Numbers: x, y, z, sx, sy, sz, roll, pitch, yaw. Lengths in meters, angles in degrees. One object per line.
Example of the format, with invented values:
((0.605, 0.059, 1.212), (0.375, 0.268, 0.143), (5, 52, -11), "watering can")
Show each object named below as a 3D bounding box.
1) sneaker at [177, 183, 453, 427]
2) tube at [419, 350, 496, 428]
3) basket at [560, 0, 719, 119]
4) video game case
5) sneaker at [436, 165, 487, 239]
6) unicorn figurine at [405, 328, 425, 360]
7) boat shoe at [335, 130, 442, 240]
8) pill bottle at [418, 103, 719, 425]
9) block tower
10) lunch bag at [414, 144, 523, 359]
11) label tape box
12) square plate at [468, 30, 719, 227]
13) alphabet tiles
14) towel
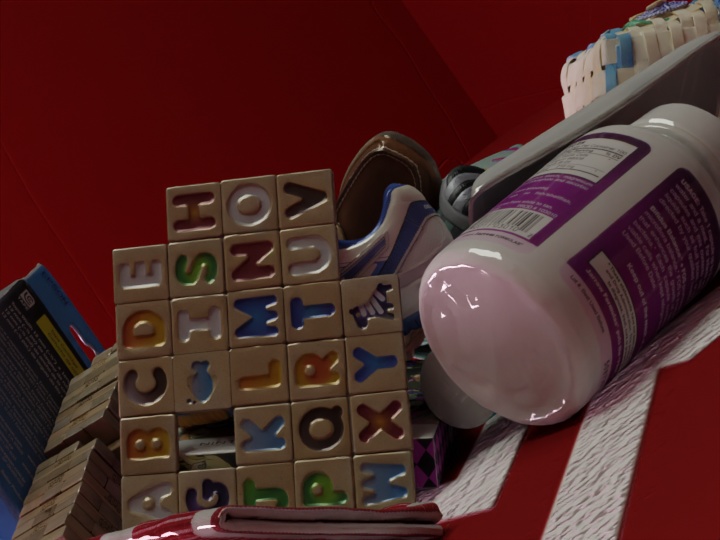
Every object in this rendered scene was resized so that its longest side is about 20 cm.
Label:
((-0.036, 0.020, 1.020), (0.200, 0.088, 0.075), (-29, 4, 0), "sneaker")
((0.106, 0.040, 1.051), (0.077, 0.050, 0.200), (-34, -4, 36), "tube")
((0.252, -0.122, 1.210), (0.200, 0.139, 0.176), (0, -2, -7), "basket")
((-0.032, 0.097, 1.061), (0.181, 0.036, 0.200), (-5, 9, 9), "video game case")
((0.101, -0.022, 1.161), (0.200, 0.074, 0.088), (1, -55, -52), "sneaker")
((0.085, 0.009, 1.238), (0.200, 0.074, 0.137), (-22, 18, 10), "unicorn figurine")
((0.000, 0.000, 1.136), (0.072, 0.076, 0.200), (-55, -14, -51), "boat shoe")
((0.132, -0.011, 0.952), (0.200, 0.112, 0.112), (-38, 4, -35), "pill bottle")
((-0.159, 0.123, 1.045), (0.054, 0.058, 0.200), (-32, 22, 23), "block tower")
((0.066, -0.003, 1.414), (0.200, 0.122, 0.170), (-29, 6, 13), "lunch bag")
((-0.221, 0.097, 1.105), (0.066, 0.143, 0.200), (-29, 12, 19), "label tape box")
((0.141, -0.044, 1.080), (0.200, 0.028, 0.198), (-32, -30, -17), "square plate")
((-0.058, 0.044, 0.974), (0.167, 0.200, 0.008), (-6, -14, 9), "alphabet tiles")
((-0.072, 0.138, 0.886), (0.144, 0.023, 0.200), (7, -18, -39), "towel")
